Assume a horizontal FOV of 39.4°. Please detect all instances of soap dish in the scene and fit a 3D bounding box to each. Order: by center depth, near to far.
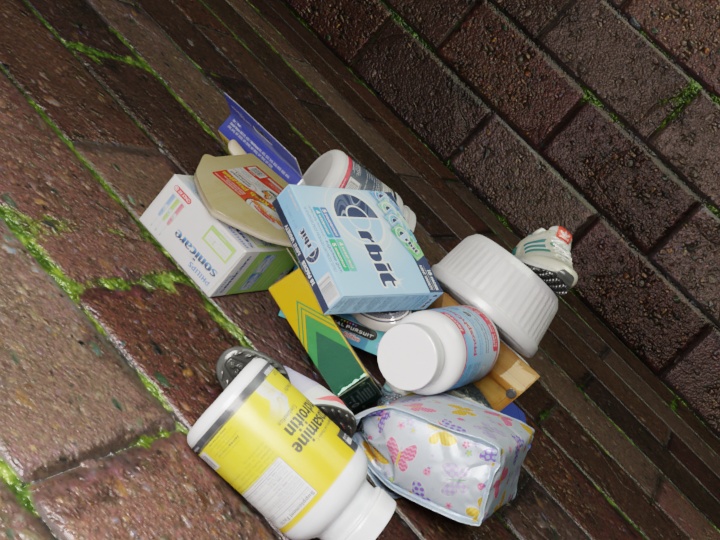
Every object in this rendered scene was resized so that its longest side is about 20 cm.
[{"bbox_3d":[0.149,0.151,1.539,0.200,0.157,0.081,41,32,-7],"label":"soap dish"}]

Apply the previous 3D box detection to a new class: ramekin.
[{"bbox_3d":[0.203,0.031,1.491,0.202,0.094,0.202,40,-1,1],"label":"ramekin"}]

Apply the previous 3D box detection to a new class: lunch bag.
[{"bbox_3d":[0.094,0.223,1.252,0.199,0.128,0.169,20,8,21],"label":"lunch bag"}]

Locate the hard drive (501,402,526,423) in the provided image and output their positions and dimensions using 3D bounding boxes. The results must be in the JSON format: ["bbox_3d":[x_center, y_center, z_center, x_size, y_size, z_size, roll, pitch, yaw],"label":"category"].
[{"bbox_3d":[0.210,0.213,1.718,0.200,0.025,0.132,44,15,-10],"label":"hard drive"}]

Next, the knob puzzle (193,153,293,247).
[{"bbox_3d":[-0.142,-0.084,1.325,0.218,0.031,0.220,27,25,-14],"label":"knob puzzle"}]

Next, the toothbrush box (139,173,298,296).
[{"bbox_3d":[-0.180,-0.048,1.366,0.146,0.086,0.200,46,18,14],"label":"toothbrush box"}]

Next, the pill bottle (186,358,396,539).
[{"bbox_3d":[-0.064,0.190,0.982,0.200,0.112,0.112,42,16,-1],"label":"pill bottle"}]

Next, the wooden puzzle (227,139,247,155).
[{"bbox_3d":[-0.147,-0.092,1.540,0.185,0.046,0.200,49,-12,6],"label":"wooden puzzle"}]

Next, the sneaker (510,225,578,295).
[{"bbox_3d":[0.281,-0.026,1.491,0.070,0.094,0.200,40,-2,-12],"label":"sneaker"}]

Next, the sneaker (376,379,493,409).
[{"bbox_3d":[0.102,0.188,1.431,0.199,0.087,0.078,20,19,-35],"label":"sneaker"}]

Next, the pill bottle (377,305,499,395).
[{"bbox_3d":[0.102,0.104,1.320,0.109,0.109,0.200,48,21,18],"label":"pill bottle"}]

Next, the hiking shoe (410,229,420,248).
[{"bbox_3d":[0.012,-0.023,1.534,0.199,0.100,0.076,8,-54,56],"label":"hiking shoe"}]

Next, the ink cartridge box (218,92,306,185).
[{"bbox_3d":[-0.142,-0.150,1.553,0.198,0.047,0.200,44,-12,33],"label":"ink cartridge box"}]

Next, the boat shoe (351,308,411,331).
[{"bbox_3d":[0.000,0.000,1.388,0.200,0.074,0.093,39,-35,44],"label":"boat shoe"}]

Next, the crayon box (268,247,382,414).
[{"bbox_3d":[-0.052,0.081,1.293,0.201,0.051,0.126,57,-2,20],"label":"crayon box"}]

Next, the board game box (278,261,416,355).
[{"bbox_3d":[-0.015,0.054,1.468,0.198,0.047,0.151,22,20,-8],"label":"board game box"}]

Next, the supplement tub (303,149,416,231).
[{"bbox_3d":[-0.011,-0.112,1.835,0.199,0.140,0.141,36,17,-25],"label":"supplement tub"}]

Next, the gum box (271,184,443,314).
[{"bbox_3d":[-0.001,-0.028,1.314,0.199,0.045,0.171,1,55,-48],"label":"gum box"}]

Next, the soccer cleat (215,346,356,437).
[{"bbox_3d":[-0.091,0.139,1.152,0.199,0.068,0.073,34,3,-32],"label":"soccer cleat"}]
